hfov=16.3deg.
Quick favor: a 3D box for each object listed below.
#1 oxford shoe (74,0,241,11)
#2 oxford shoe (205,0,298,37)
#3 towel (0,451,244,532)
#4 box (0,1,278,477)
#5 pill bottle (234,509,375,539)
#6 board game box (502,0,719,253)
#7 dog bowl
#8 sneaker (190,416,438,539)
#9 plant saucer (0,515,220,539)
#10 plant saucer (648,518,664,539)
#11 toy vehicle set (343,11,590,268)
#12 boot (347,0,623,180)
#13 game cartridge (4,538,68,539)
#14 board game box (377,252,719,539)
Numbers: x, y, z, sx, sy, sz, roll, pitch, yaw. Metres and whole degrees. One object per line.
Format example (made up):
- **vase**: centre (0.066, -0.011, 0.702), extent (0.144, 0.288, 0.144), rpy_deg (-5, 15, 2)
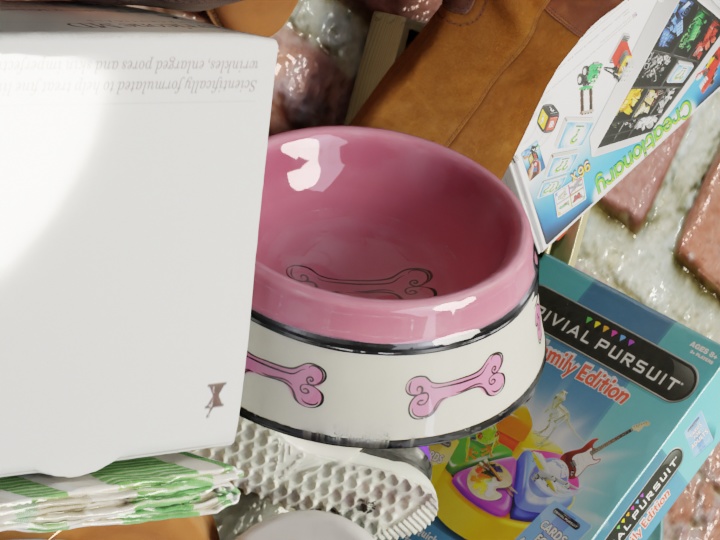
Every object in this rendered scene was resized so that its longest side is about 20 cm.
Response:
- **oxford shoe**: centre (-0.060, -0.157, 1.171), extent (0.073, 0.199, 0.072), rpy_deg (27, 66, -66)
- **oxford shoe**: centre (-0.029, -0.164, 1.221), extent (0.071, 0.071, 0.200), rpy_deg (-26, 161, -28)
- **towel**: centre (-0.173, 0.098, 1.160), extent (0.199, 0.152, 0.024), rpy_deg (-6, 103, -45)
- **box**: centre (-0.158, -0.019, 1.154), extent (0.198, 0.130, 0.202), rpy_deg (-4, 106, -45)
- **pill bottle**: centre (-0.006, 0.213, 1.380), extent (0.111, 0.110, 0.200), rpy_deg (-60, 153, -13)
- **board game box**: centre (0.139, -0.119, 1.455), extent (0.200, 0.034, 0.127), rpy_deg (-41, 127, -30)
- **dog bowl**: centre (0.000, 0.000, 1.263), extent (0.199, 0.200, 0.074), rpy_deg (-23, 134, -39)
- **sneaker**: centre (-0.045, 0.065, 1.348), extent (0.199, 0.069, 0.100), rpy_deg (30, 41, -27)
- **plant saucer**: centre (-0.142, 0.188, 1.306), extent (0.199, 0.037, 0.202), rpy_deg (-16, 113, -42)
- **plant saucer**: centre (0.112, 0.185, 1.565), extent (0.199, 0.036, 0.202), rpy_deg (-16, 113, -41)
- **toy vehicle set**: centre (0.066, -0.066, 1.443), extent (0.199, 0.026, 0.125), rpy_deg (11, 95, -47)
- **boot**: centre (0.041, -0.142, 1.310), extent (0.187, 0.069, 0.200), rpy_deg (17, 120, -37)
- **game cartridge**: centre (-0.170, 0.193, 1.168), extent (0.199, 0.040, 0.134), rpy_deg (-8, 68, -51)
- **board game box**: centre (0.105, 0.104, 1.428), extent (0.200, 0.151, 0.047), rpy_deg (-52, 137, -10)
